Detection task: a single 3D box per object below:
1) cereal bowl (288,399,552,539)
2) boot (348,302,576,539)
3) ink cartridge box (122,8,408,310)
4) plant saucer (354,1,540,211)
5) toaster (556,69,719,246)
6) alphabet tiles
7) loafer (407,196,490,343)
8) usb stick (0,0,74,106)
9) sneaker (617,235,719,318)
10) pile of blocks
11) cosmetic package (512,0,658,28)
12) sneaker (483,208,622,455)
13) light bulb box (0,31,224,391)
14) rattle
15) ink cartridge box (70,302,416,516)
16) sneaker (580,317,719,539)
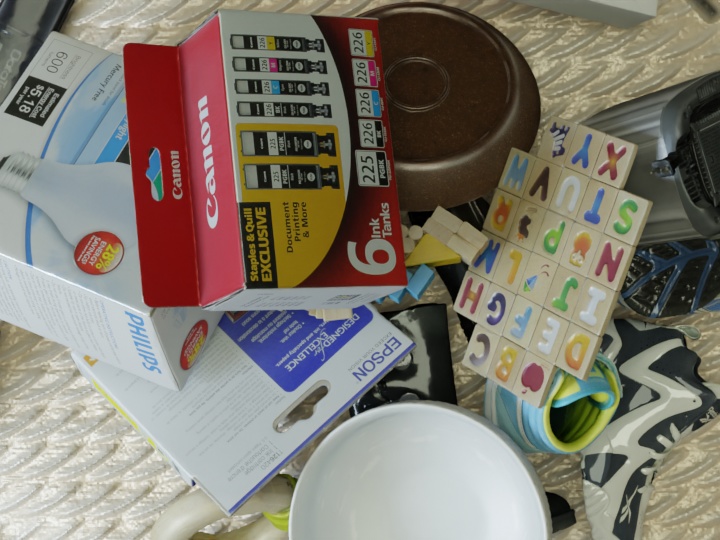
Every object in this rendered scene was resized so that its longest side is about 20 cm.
[{"bbox_3d":[0.051,0.194,1.321,0.198,0.083,0.202,1,92,15],"label":"cereal bowl"},{"bbox_3d":[0.075,0.123,1.393,0.163,0.066,0.202,-11,83,3],"label":"boot"},{"bbox_3d":[-0.069,-0.076,1.238,0.174,0.084,0.202,-2,79,-29],"label":"ink cartridge box"},{"bbox_3d":[0.043,-0.139,1.368,0.198,0.035,0.202,-1,58,1],"label":"plant saucer"},{"bbox_3d":[0.234,-0.080,1.317,0.129,0.199,0.114,-13,100,44],"label":"toaster"},{"bbox_3d":[0.136,-0.008,1.275,0.006,0.166,0.201,15,99,-35],"label":"alphabet tiles"},{"bbox_3d":[0.096,-0.016,1.395,0.071,0.073,0.201,-24,95,-17],"label":"loafer"},{"bbox_3d":[-0.301,-0.157,1.445,0.055,0.033,0.201,27,90,-2],"label":"usb stick"},{"bbox_3d":[0.286,-0.006,1.373,0.198,0.077,0.076,-4,90,-14],"label":"sneaker"},{"bbox_3d":[0.000,0.000,1.333,0.198,0.062,0.083,-4,80,5],"label":"pile of blocks"},{"bbox_3d":[0.143,-0.287,1.360,0.198,0.052,0.152,10,81,-19],"label":"cosmetic package"},{"bbox_3d":[0.151,0.044,1.304,0.079,0.130,0.202,-1,92,-22],"label":"sneaker"},{"bbox_3d":[-0.188,-0.047,1.337,0.199,0.125,0.199,20,64,16],"label":"light bulb box"},{"bbox_3d":[-0.144,0.185,1.405,0.200,0.130,0.144,-36,73,29],"label":"rattle"},{"bbox_3d":[-0.091,0.069,1.359,0.197,0.047,0.200,-41,65,-15],"label":"ink cartridge box"},{"bbox_3d":[0.238,0.133,1.366,0.129,0.079,0.201,-7,78,13],"label":"sneaker"}]
